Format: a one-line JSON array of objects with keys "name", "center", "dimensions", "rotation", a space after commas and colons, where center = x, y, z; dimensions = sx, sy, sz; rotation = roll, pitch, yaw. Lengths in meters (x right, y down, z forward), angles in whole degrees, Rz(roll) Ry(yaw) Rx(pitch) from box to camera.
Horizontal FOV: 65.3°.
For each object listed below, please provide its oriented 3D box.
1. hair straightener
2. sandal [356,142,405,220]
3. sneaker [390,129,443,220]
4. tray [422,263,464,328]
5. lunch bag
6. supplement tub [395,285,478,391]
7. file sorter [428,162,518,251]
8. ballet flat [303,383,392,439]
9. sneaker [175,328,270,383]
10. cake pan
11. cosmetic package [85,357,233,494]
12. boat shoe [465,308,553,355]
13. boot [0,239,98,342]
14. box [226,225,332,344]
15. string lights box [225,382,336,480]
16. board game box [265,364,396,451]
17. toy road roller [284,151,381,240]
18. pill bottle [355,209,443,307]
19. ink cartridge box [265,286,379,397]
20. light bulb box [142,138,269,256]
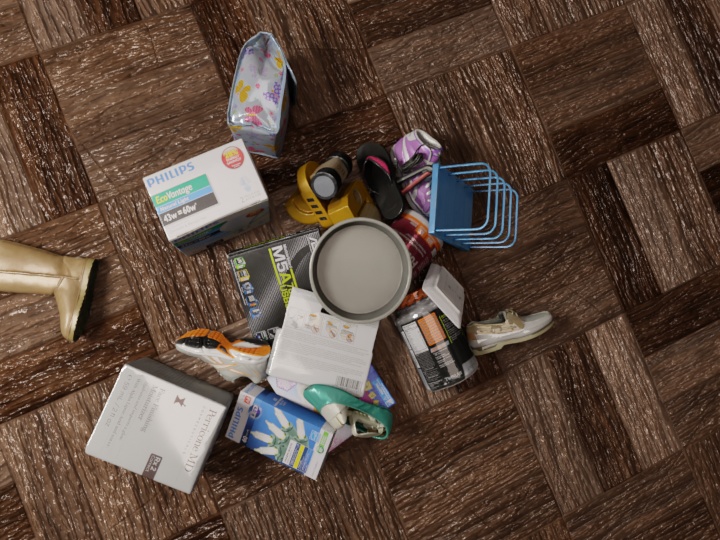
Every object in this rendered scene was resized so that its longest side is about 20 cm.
[{"name": "hair straightener", "center": [0.090, -0.203, 1.171], "dimensions": [0.041, 0.199, 0.078], "rotation": [-26, 84, -52]}, {"name": "sandal", "center": [0.036, -0.196, 1.171], "dimensions": [0.045, 0.075, 0.202], "rotation": [13, 45, -46]}, {"name": "sneaker", "center": [0.143, -0.201, 1.194], "dimensions": [0.072, 0.114, 0.202], "rotation": [-28, 90, -40]}, {"name": "tray", "center": [0.178, 0.042, 1.146], "dimensions": [0.022, 0.200, 0.108], "rotation": [-42, 93, 19]}, {"name": "lunch bag", "center": [-0.192, -0.354, 1.138], "dimensions": [0.125, 0.170, 0.203], "rotation": [8, 82, -6]}, {"name": "supplement tub", "center": [0.151, 0.135, 1.164], "dimensions": [0.121, 0.123, 0.202], "rotation": [-24, 88, -10]}, {"name": "file sorter", "center": [0.236, -0.127, 1.149], "dimensions": [0.121, 0.199, 0.141], "rotation": [0, 82, 32]}, {"name": "ballet flat", "center": [-0.020, 0.279, 1.087], "dimensions": [0.198, 0.068, 0.071], "rotation": [24, 36, -21]}, {"name": "sneaker", "center": [-0.277, 0.180, 1.119], "dimensions": [0.197, 0.076, 0.093], "rotation": [10, 114, 11]}, {"name": "cake pan", "center": [0.000, 0.000, 1.083], "dimensions": [0.197, 0.037, 0.204], "rotation": [0, 94, -3]}, {"name": "cosmetic package", "center": [-0.363, 0.282, 1.050], "dimensions": [0.198, 0.165, 0.167], "rotation": [23, 82, -6]}, {"name": "boat shoe", "center": [0.323, 0.120, 1.216], "dimensions": [0.197, 0.075, 0.069], "rotation": [-19, 93, -9]}, {"name": "boot", "center": [-0.629, 0.040, 1.090], "dimensions": [0.197, 0.066, 0.178], "rotation": [8, 71, -8]}, {"name": "box", "center": [-0.147, 0.033, 1.130], "dimensions": [0.190, 0.048, 0.203], "rotation": [-14, 102, 3]}, {"name": "string lights box", "center": [-0.153, 0.312, 1.100], "dimensions": [0.197, 0.059, 0.104], "rotation": [22, 100, 7]}, {"name": "board game box", "center": [-0.061, 0.246, 1.162], "dimensions": [0.198, 0.041, 0.201], "rotation": [-34, 90, -10]}, {"name": "toy road roller", "center": [-0.062, -0.132, 1.161], "dimensions": [0.145, 0.123, 0.201], "rotation": [-23, 112, 27]}, {"name": "pill bottle", "center": [0.070, -0.019, 1.171], "dimensions": [0.114, 0.114, 0.200], "rotation": [42, 80, -2]}, {"name": "ink cartridge box", "center": [-0.071, 0.143, 1.115], "dimensions": [0.197, 0.043, 0.176], "rotation": [17, 80, -16]}, {"name": "light bulb box", "center": [-0.285, -0.133, 1.086], "dimensions": [0.196, 0.200, 0.126], "rotation": [-25, 88, -10]}]
